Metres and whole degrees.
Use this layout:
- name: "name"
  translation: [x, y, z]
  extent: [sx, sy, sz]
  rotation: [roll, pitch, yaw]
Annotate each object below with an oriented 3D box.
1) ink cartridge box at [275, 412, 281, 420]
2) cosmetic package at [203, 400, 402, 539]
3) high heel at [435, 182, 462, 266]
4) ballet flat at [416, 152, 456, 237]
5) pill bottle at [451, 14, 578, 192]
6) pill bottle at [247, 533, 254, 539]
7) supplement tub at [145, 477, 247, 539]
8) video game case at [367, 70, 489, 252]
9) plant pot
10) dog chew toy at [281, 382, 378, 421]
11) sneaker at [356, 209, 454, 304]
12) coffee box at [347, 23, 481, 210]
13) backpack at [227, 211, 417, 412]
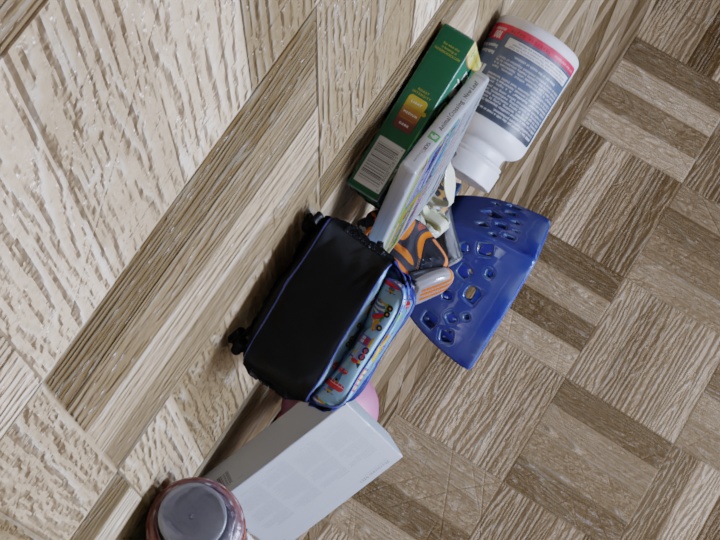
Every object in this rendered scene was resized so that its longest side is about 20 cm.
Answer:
- name: "ink cartridge box"
  translation: [-0.100, 0.279, 1.918]
  extent: [0.145, 0.084, 0.200]
  rotation: [-55, 171, -28]
- name: "cosmetic package"
  translation: [-0.068, 0.236, 1.626]
  extent: [0.200, 0.052, 0.151]
  rotation: [-38, 134, 3]
- name: "high heel"
  translation: [0.040, -0.033, 1.761]
  extent: [0.200, 0.071, 0.143]
  rotation: [-33, 126, -22]
- name: "ballet flat"
  translation: [0.076, -0.080, 1.656]
  extent: [0.068, 0.068, 0.201]
  rotation: [-44, 155, -40]
- name: "pill bottle"
  translation: [0.174, -0.206, 1.704]
  extent: [0.200, 0.119, 0.120]
  rotation: [-58, 171, -1]
- name: "pill bottle"
  translation: [-0.209, 0.380, 1.579]
  extent: [0.200, 0.109, 0.109]
  rotation: [-55, 171, -22]
- name: "supplement tub"
  translation: [-0.174, 0.283, 1.454]
  extent: [0.107, 0.107, 0.200]
  rotation: [-55, 170, -19]
- name: "video game case"
  translation: [0.063, -0.099, 1.477]
  extent: [0.182, 0.022, 0.200]
  rotation: [-53, 172, -39]
- name: "plant pot"
  translation: [0.145, -0.007, 1.972]
  extent: [0.200, 0.179, 0.200]
  rotation: [-63, 176, 23]
- name: "dog chew toy"
  translation: [-0.043, 0.166, 1.762]
  extent: [0.125, 0.124, 0.200]
  rotation: [-59, -171, 6]
- name: "sneaker"
  translation: [0.000, 0.000, 1.581]
  extent: [0.199, 0.112, 0.078]
  rotation: [-19, 160, -17]
- name: "coffee box"
  translation: [0.061, -0.161, 1.468]
  extent: [0.200, 0.044, 0.123]
  rotation: [-59, 171, 0]
- name: "backpack"
  translation: [-0.029, 0.047, 1.389]
  extent: [0.183, 0.134, 0.200]
  rotation: [-58, 174, 0]
